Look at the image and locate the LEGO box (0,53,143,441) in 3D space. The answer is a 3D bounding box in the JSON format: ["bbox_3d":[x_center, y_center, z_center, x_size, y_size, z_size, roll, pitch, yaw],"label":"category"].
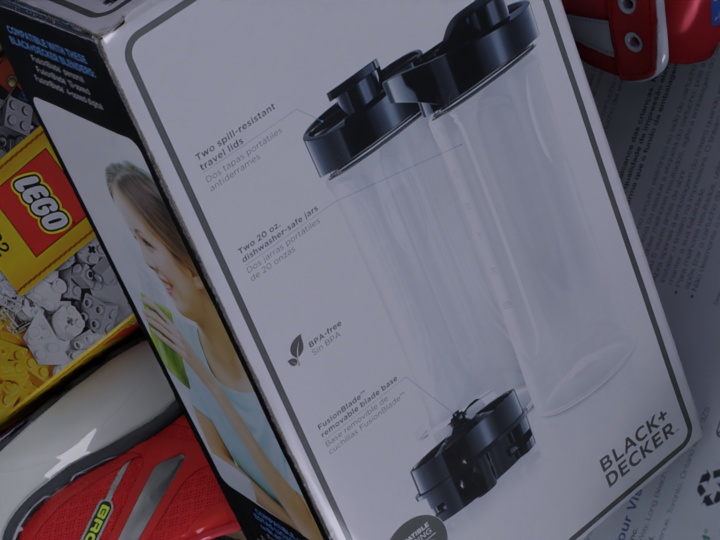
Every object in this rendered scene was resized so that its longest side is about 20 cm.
[{"bbox_3d":[-0.085,-0.012,0.675,0.149,0.077,0.200,-37,179,18],"label":"LEGO box"}]

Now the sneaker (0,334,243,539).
[{"bbox_3d":[-0.016,0.037,0.626,0.200,0.085,0.077,-37,179,-7],"label":"sneaker"}]

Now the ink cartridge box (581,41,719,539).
[{"bbox_3d":[0.078,0.006,0.656,0.200,0.043,0.197,17,-94,52],"label":"ink cartridge box"}]

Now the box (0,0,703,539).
[{"bbox_3d":[0.003,-0.010,0.541,0.117,0.200,0.060,-37,-145,-21],"label":"box"}]

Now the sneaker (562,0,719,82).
[{"bbox_3d":[0.084,-0.121,0.566,0.071,0.113,0.200,-37,179,-22],"label":"sneaker"}]

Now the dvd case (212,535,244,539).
[{"bbox_3d":[-0.123,0.098,0.760,0.200,0.025,0.150,-3,164,43],"label":"dvd case"}]

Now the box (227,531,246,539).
[{"bbox_3d":[-0.071,0.056,0.884,0.164,0.199,0.021,-65,161,-58],"label":"box"}]
